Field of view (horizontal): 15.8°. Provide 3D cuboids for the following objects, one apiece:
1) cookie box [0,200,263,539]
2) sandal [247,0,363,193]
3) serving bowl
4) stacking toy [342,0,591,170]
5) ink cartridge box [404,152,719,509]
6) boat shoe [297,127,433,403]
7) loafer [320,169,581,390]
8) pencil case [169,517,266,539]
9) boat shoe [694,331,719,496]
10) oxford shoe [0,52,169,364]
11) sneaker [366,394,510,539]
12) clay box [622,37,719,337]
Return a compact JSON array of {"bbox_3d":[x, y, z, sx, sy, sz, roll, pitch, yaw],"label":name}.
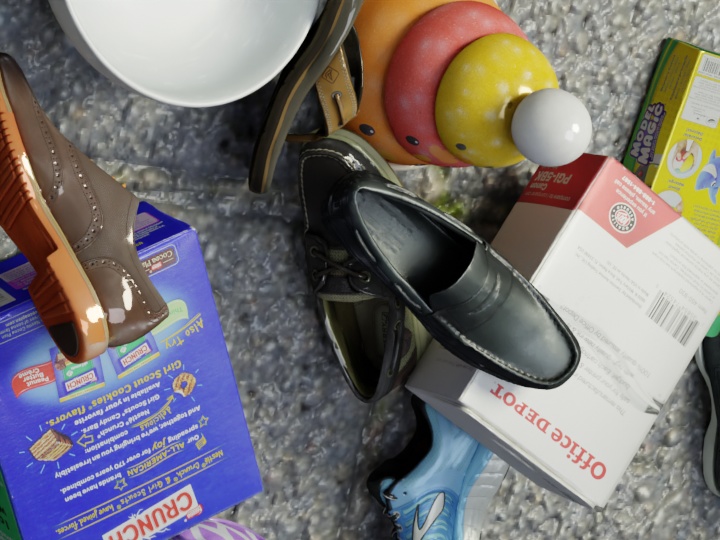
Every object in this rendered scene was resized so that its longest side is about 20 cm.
[{"bbox_3d":[-0.170,0.082,1.648,0.171,0.075,0.200,-25,119,-23],"label":"cookie box"},{"bbox_3d":[-0.016,-0.128,1.640,0.055,0.082,0.200,28,107,-6],"label":"sandal"},{"bbox_3d":[-0.117,-0.199,1.570,0.200,0.066,0.200,-3,95,-38],"label":"serving bowl"},{"bbox_3d":[0.077,-0.113,1.656,0.146,0.200,0.146,-11,113,-28],"label":"stacking toy"},{"bbox_3d":[0.146,0.039,1.770,0.147,0.083,0.200,38,78,-27],"label":"ink cartridge box"},{"bbox_3d":[0.000,0.000,1.720,0.065,0.073,0.200,-55,135,-45],"label":"boat shoe"},{"bbox_3d":[0.060,0.009,1.654,0.201,0.070,0.068,38,83,-10],"label":"loafer"},{"bbox_3d":[-0.115,0.265,1.748,0.084,0.085,0.200,6,104,-36],"label":"pencil case"},{"bbox_3d":[0.299,0.092,1.964,0.076,0.060,0.200,-22,118,-24],"label":"boat shoe"},{"bbox_3d":[-0.179,-0.045,1.561,0.073,0.071,0.200,-20,85,-26],"label":"oxford shoe"},{"bbox_3d":[0.038,0.172,1.832,0.090,0.078,0.200,17,93,-20],"label":"sneaker"},{"bbox_3d":[0.243,-0.058,1.879,0.115,0.048,0.200,13,102,-33],"label":"clay box"}]
